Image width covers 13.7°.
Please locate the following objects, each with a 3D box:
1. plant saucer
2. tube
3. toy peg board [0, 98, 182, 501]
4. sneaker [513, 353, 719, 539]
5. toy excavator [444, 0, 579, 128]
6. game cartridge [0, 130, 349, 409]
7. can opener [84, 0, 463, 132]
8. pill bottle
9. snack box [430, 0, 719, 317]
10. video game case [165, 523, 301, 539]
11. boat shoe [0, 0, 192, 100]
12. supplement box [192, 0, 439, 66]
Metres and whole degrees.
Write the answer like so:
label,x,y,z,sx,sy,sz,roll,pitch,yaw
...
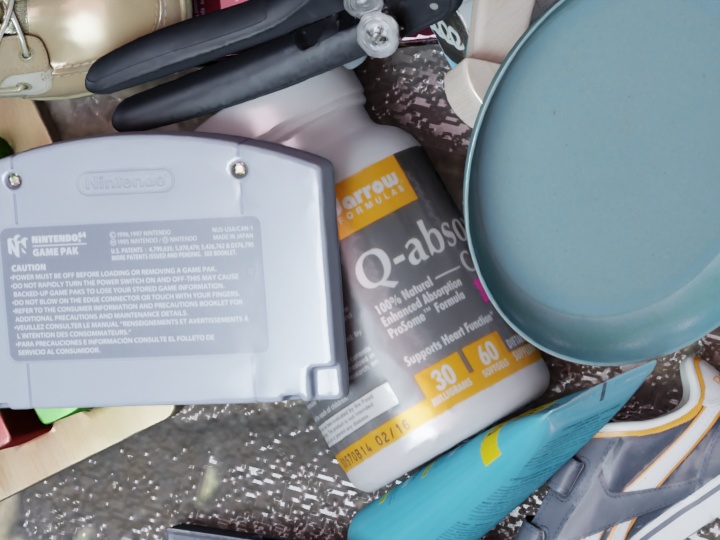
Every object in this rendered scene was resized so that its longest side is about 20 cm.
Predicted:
label,x,y,z,sx,sy,sz,roll,pitch,yaw
plant saucer,0.129,-0.053,1.397,0.199,0.027,0.201,-11,113,-26
tube,0.064,0.100,1.465,0.050,0.077,0.200,56,137,6
toy peg board,-0.230,0.028,1.556,0.199,0.098,0.201,-26,87,12
sneaker,0.116,0.122,1.498,0.200,0.078,0.079,-38,89,0
toy excavator,0.114,-0.177,1.431,0.199,0.100,0.195,-16,86,-15
game cartridge,-0.105,-0.001,1.451,0.199,0.040,0.134,-2,100,17
can opener,-0.040,-0.113,1.434,0.200,0.079,0.063,-26,116,21
pill bottle,0.000,0.000,1.497,0.116,0.116,0.200,-31,86,12
snack box,0.116,-0.087,1.475,0.116,0.037,0.201,-26,89,-24
video game case,-0.015,0.210,1.515,0.199,0.019,0.144,4,100,33
boat shoe,-0.181,-0.120,1.499,0.199,0.065,0.072,-4,91,22
supplement box,-0.050,-0.162,1.528,0.199,0.061,0.109,-4,92,13
